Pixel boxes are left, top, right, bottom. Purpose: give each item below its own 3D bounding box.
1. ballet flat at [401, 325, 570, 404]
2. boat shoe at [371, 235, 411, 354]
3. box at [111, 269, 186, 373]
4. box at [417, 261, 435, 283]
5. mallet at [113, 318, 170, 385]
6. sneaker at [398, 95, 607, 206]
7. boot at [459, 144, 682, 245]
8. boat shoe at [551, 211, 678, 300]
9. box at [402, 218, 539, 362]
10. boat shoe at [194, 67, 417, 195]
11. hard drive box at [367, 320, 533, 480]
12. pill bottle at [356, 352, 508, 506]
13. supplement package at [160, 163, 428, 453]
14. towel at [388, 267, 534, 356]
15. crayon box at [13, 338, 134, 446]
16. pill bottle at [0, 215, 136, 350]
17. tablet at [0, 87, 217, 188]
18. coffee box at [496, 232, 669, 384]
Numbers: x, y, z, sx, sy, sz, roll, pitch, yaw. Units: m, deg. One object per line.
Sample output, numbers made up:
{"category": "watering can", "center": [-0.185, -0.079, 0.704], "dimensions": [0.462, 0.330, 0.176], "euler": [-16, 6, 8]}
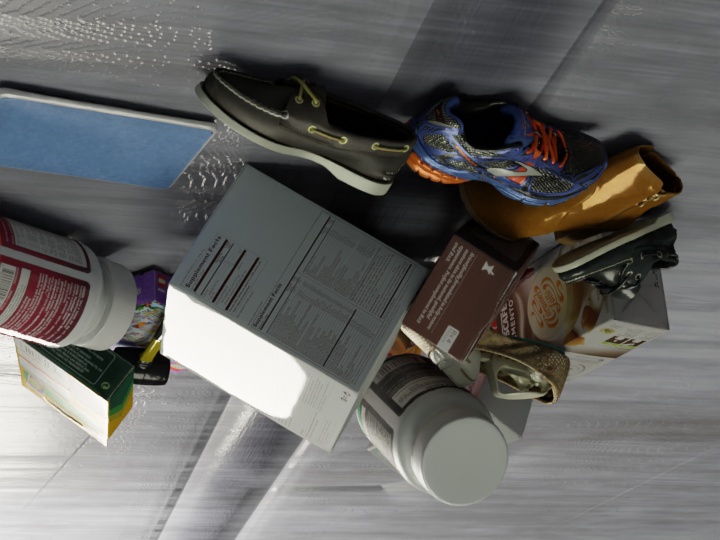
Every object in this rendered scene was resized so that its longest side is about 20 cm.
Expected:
{"category": "ballet flat", "center": [0.130, 0.093, 1.677], "dimensions": [0.198, 0.066, 0.070], "euler": [16, 152, -20]}
{"category": "boat shoe", "center": [0.000, 0.000, 1.671], "dimensions": [0.070, 0.071, 0.200], "euler": [9, 148, 43]}
{"category": "box", "center": [-0.216, 0.059, 1.820], "dimensions": [0.136, 0.039, 0.200], "euler": [-17, 154, 29]}
{"category": "box", "center": [-0.014, 0.014, 1.739], "dimensions": [0.198, 0.039, 0.042], "euler": [0, 131, -12]}
{"category": "mallet", "center": [-0.207, 0.075, 1.763], "dimensions": [0.065, 0.042, 0.200], "euler": [11, 151, -27]}
{"category": "sneaker", "center": [0.135, -0.109, 1.446], "dimensions": [0.198, 0.076, 0.078], "euler": [4, 153, -24]}
{"category": "boot", "center": [0.201, -0.082, 1.541], "dimensions": [0.144, 0.071, 0.200], "euler": [-30, 152, 37]}
{"category": "boat shoe", "center": [0.258, -0.005, 1.615], "dimensions": [0.074, 0.067, 0.199], "euler": [-16, -176, 35]}
{"category": "box", "center": [0.108, 0.011, 1.560], "dimensions": [0.075, 0.101, 0.200], "euler": [31, -167, 4]}
{"category": "boat shoe", "center": [-0.044, -0.130, 1.374], "dimensions": [0.200, 0.072, 0.061], "euler": [22, 119, -31]}
{"category": "hard drive box", "center": [0.116, 0.142, 1.911], "dimensions": [0.077, 0.157, 0.199], "euler": [39, 139, -20]}
{"category": "pill bottle", "center": [0.074, 0.166, 1.710], "dimensions": [0.112, 0.114, 0.200], "euler": [4, -167, -18]}
{"category": "supplement package", "center": [-0.067, 0.040, 1.563], "dimensions": [0.199, 0.148, 0.192], "euler": [30, 156, 3]}
{"category": "towel", "center": [0.082, 0.051, 1.788], "dimensions": [0.199, 0.023, 0.144], "euler": [-26, -175, 42]}
{"category": "crayon box", "center": [-0.310, 0.113, 1.779], "dimensions": [0.125, 0.052, 0.200], "euler": [35, 159, 4]}
{"category": "pill bottle", "center": [-0.323, 0.013, 1.602], "dimensions": [0.109, 0.111, 0.199], "euler": [-22, 151, 36]}
{"category": "tablet", "center": [-0.239, -0.115, 1.438], "dimensions": [0.198, 0.014, 0.130], "euler": [7, 155, -27]}
{"category": "coffee box", "center": [0.233, 0.041, 1.764], "dimensions": [0.079, 0.115, 0.200], "euler": [9, 153, -29]}
